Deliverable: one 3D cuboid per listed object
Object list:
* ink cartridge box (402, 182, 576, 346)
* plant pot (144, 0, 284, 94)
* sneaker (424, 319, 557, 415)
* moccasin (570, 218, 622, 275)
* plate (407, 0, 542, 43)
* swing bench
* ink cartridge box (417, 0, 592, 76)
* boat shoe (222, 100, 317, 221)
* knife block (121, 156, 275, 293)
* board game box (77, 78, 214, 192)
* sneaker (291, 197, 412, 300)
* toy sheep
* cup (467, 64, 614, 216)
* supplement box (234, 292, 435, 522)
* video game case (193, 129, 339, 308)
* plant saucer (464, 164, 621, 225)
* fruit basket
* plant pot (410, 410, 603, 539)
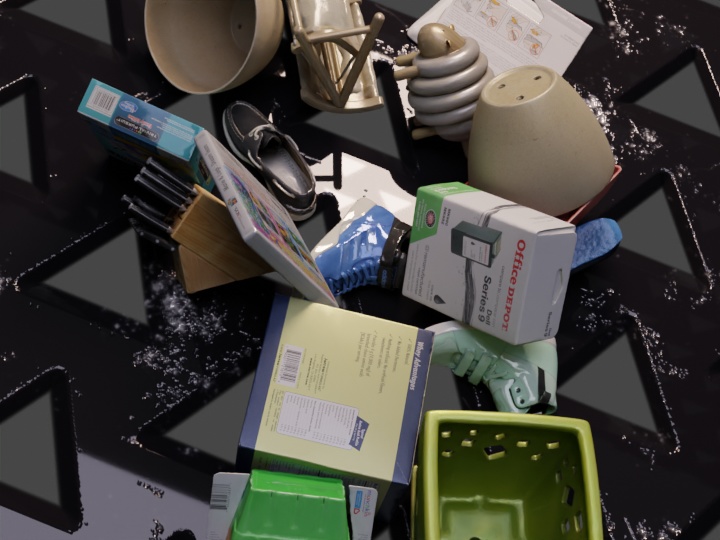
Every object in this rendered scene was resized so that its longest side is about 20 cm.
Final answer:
[{"bbox_3d":[0.156,-0.011,1.552,0.083,0.149,0.199,-8,23,-43],"label":"ink cartridge box"},{"bbox_3d":[-0.180,-0.344,1.724,0.201,0.201,0.134,50,29,18],"label":"plant pot"},{"bbox_3d":[0.156,0.132,1.567,0.197,0.074,0.120,4,57,-10],"label":"sneaker"},{"bbox_3d":[0.253,-0.006,1.663,0.197,0.068,0.082,-15,76,7],"label":"moccasin"},{"bbox_3d":[0.201,-0.360,1.875,0.199,0.032,0.200,38,62,11],"label":"plate"},{"bbox_3d":[-0.044,-0.351,1.735,0.127,0.201,0.202,-9,62,-5],"label":"swing bench"},{"bbox_3d":[0.204,-0.319,1.794,0.199,0.045,0.178,35,96,10],"label":"ink cartridge box"},{"bbox_3d":[-0.122,-0.159,1.687,0.073,0.061,0.202,-23,68,-20],"label":"boat shoe"},{"bbox_3d":[-0.192,-0.071,1.563,0.197,0.179,0.064,-14,22,-17],"label":"knife block"},{"bbox_3d":[-0.261,-0.161,1.580,0.149,0.200,0.048,24,81,4],"label":"board game box"},{"bbox_3d":[0.000,-0.001,1.611,0.110,0.077,0.200,27,53,16],"label":"sneaker"},{"bbox_3d":[0.123,-0.246,1.728,0.136,0.202,0.139,-15,30,9],"label":"toy sheep"},{"bbox_3d":[0.222,-0.180,1.642,0.197,0.145,0.202,-15,34,10],"label":"cup"},{"bbox_3d":[-0.032,0.164,1.480,0.196,0.135,0.203,14,60,-2],"label":"supplement box"},{"bbox_3d":[-0.111,-0.054,1.489,0.024,0.200,0.183,-35,51,7],"label":"video game case"},{"bbox_3d":[0.219,-0.087,1.673,0.198,0.037,0.199,17,49,44],"label":"plant saucer"},{"bbox_3d":[-0.083,0.323,1.385,0.182,0.203,0.094,7,18,-5],"label":"fruit basket"},{"bbox_3d":[0.150,0.287,1.419,0.196,0.182,0.202,5,61,-8],"label":"plant pot"}]
